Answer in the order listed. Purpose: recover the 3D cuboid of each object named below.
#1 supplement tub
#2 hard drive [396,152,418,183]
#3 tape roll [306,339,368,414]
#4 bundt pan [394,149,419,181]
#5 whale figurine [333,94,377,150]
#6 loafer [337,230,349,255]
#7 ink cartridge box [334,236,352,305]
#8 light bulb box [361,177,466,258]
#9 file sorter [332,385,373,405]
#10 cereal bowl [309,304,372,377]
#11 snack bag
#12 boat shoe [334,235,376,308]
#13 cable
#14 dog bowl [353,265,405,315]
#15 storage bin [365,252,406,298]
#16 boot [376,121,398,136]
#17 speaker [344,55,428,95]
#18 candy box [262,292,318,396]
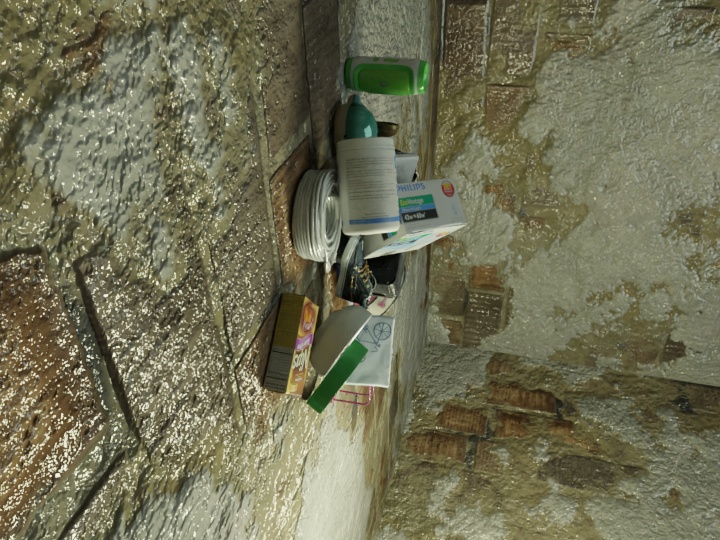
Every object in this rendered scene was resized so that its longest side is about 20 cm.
[{"bbox_3d":[0.016,-0.182,1.296,0.132,0.131,0.202,-27,115,-74],"label":"supplement tub"},{"bbox_3d":[0.044,-0.221,1.453,0.199,0.025,0.133,-11,134,-34],"label":"hard drive"},{"bbox_3d":[-0.057,0.265,1.483,0.201,0.048,0.200,-52,176,-5],"label":"tape roll"},{"bbox_3d":[0.050,-0.232,1.530,0.201,0.076,0.203,-23,139,-22],"label":"bundt pan"},{"bbox_3d":[0.000,-0.356,1.475,0.200,0.103,0.161,-59,152,-62],"label":"whale figurine"},{"bbox_3d":[-0.059,-0.106,1.493,0.072,0.063,0.201,52,33,-27],"label":"loafer"},{"bbox_3d":[-0.035,-0.014,1.649,0.198,0.047,0.201,77,26,-59],"label":"ink cartridge box"},{"bbox_3d":[0.115,-0.127,1.453,0.200,0.197,0.126,-27,-103,56],"label":"light bulb box"},{"bbox_3d":[-0.007,0.284,1.744,0.200,0.124,0.140,-56,150,-62],"label":"file sorter"},{"bbox_3d":[-0.061,0.161,1.464,0.201,0.083,0.200,-53,175,-7],"label":"cereal bowl"},{"bbox_3d":[0.002,0.218,1.618,0.021,0.187,0.202,157,-62,-75],"label":"snack bag"},{"bbox_3d":[0.000,0.000,1.452,0.071,0.090,0.201,-55,164,-47],"label":"boat shoe"},{"bbox_3d":[-0.090,-0.121,1.296,0.200,0.069,0.202,74,26,-58],"label":"cable"},{"bbox_3d":[0.041,0.036,1.730,0.073,0.199,0.202,30,59,-27],"label":"dog bowl"},{"bbox_3d":[0.049,-0.039,1.602,0.094,0.134,0.202,68,32,-65],"label":"storage bin"},{"bbox_3d":[0.041,-0.300,1.602,0.175,0.066,0.202,26,-63,58],"label":"boot"},{"bbox_3d":[0.065,-0.485,1.471,0.088,0.198,0.089,7,90,-77],"label":"speaker"},{"bbox_3d":[-0.143,0.159,1.248,0.117,0.056,0.202,54,47,-72],"label":"candy box"}]
